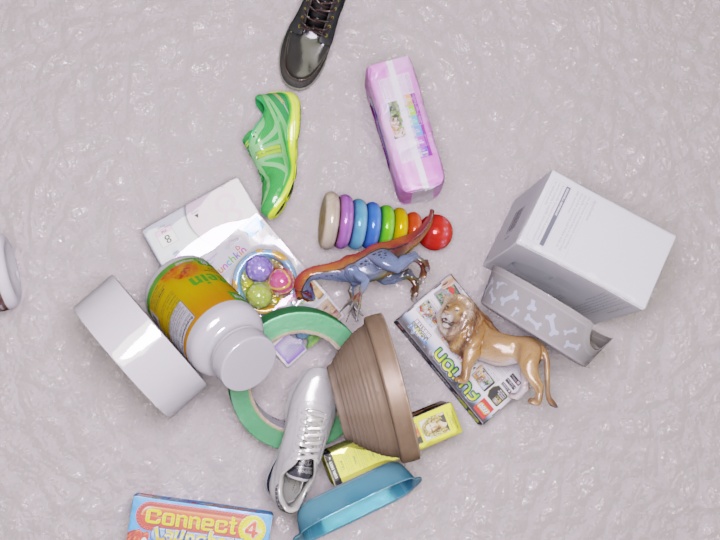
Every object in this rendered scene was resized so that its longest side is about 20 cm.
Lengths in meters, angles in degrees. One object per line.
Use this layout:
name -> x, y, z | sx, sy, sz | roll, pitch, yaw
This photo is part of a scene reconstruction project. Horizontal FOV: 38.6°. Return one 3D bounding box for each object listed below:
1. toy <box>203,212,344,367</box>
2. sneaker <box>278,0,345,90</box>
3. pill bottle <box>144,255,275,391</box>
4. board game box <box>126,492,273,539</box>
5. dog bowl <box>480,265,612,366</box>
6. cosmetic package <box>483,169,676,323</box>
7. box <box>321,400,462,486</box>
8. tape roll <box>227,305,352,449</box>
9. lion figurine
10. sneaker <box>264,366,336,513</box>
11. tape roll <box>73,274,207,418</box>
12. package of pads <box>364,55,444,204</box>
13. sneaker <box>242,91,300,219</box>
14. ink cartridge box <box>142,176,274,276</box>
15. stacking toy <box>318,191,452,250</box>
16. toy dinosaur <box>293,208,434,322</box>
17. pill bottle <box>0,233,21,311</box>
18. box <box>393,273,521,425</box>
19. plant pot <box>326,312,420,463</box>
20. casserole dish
toy -> -0.124, 0.030, 1.478 | 0.115, 0.047, 0.200 | -42, 102, -8
sneaker -> -0.070, -0.374, 1.530 | 0.074, 0.106, 0.201 | 18, 80, -4
pill bottle -> -0.199, 0.072, 1.376 | 0.111, 0.111, 0.200 | -41, 47, -10
board game box -> -0.233, 0.422, 1.426 | 0.199, 0.056, 0.197 | 9, 81, -5
dog bowl -> 0.259, 0.068, 1.467 | 0.199, 0.200, 0.059 | 31, 90, -2
cosmetic package -> 0.310, -0.028, 1.479 | 0.199, 0.199, 0.123 | 29, 79, -2
box -> 0.042, 0.246, 1.475 | 0.199, 0.075, 0.050 | -22, 87, -10
tape roll -> -0.088, 0.153, 1.457 | 0.199, 0.048, 0.202 | -2, 99, -11
lion figurine -> 0.198, 0.114, 1.462 | 0.199, 0.072, 0.123 | 16, 85, 10
sneaker -> -0.073, 0.232, 1.407 | 0.076, 0.080, 0.201 | 14, 93, -12
tape roll -> -0.297, 0.103, 1.391 | 0.071, 0.202, 0.203 | -42, 88, -10
package of pads -> 0.065, -0.203, 1.516 | 0.075, 0.121, 0.201 | -16, 84, -3
sneaker -> -0.134, -0.169, 1.515 | 0.083, 0.074, 0.201 | 5, 72, -8
ink cartridge box -> -0.199, -0.011, 1.495 | 0.162, 0.057, 0.201 | -30, 82, -10
stacking toy -> 0.041, -0.064, 1.517 | 0.199, 0.085, 0.086 | 6, 81, -10
toy dinosaur -> 0.000, 0.000, 1.468 | 0.180, 0.105, 0.201 | 13, 65, -8
pill bottle -> -0.579, 0.020, 1.414 | 0.199, 0.109, 0.110 | -13, 84, -8
box -> 0.154, 0.117, 1.525 | 0.110, 0.035, 0.200 | -39, 88, -10
plant pot -> 0.010, 0.163, 1.362 | 0.092, 0.201, 0.202 | -14, 84, -4
casserole dish -> -0.010, 0.321, 1.440 | 0.199, 0.121, 0.039 | -24, 67, -10
